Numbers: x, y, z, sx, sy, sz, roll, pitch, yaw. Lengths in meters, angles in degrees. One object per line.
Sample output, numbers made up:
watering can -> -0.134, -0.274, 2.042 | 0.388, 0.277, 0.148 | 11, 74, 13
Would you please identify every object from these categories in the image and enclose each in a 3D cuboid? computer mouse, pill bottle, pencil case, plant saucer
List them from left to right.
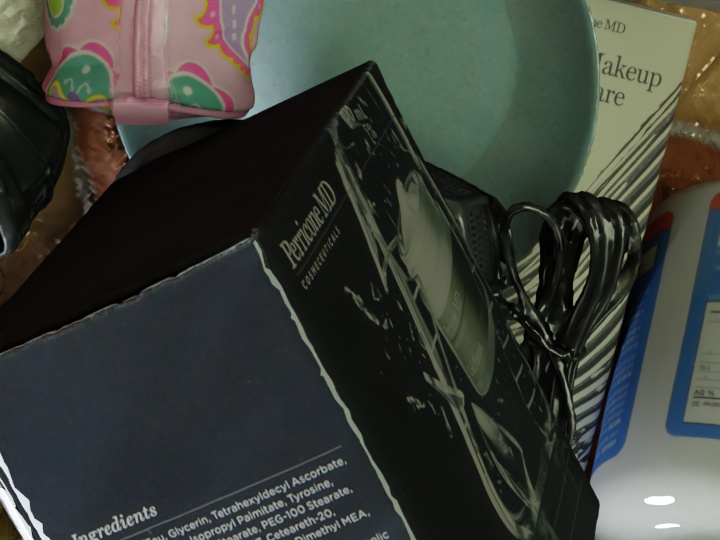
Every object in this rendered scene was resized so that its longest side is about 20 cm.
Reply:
pencil case -> -0.073, -0.155, 0.832 | 0.087, 0.087, 0.201 | 0, 104, -22
plant saucer -> -0.001, -0.082, 0.905 | 0.200, 0.039, 0.202 | 5, 110, 14
computer mouse -> 0.000, 0.000, 0.885 | 0.199, 0.053, 0.139 | 20, 114, 4
pill bottle -> 0.155, 0.072, 0.950 | 0.112, 0.112, 0.201 | 31, 58, -24

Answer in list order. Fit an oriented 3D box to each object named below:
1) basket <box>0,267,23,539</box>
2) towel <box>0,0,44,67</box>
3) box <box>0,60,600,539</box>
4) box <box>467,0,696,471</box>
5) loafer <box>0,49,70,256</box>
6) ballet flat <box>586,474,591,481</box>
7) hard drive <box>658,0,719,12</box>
basket -> -0.213, 0.079, 0.765 | 0.199, 0.143, 0.150 | -3, 108, 10
towel -> -0.124, -0.191, 0.870 | 0.132, 0.034, 0.200 | 40, 86, -23
box -> -0.019, 0.062, 0.775 | 0.123, 0.200, 0.197 | -25, 104, 18
box -> 0.071, -0.020, 0.964 | 0.082, 0.068, 0.201 | 9, 98, -24
loafer -> -0.195, -0.077, 0.839 | 0.200, 0.068, 0.071 | 34, 48, -26
ballet flat -> 0.032, 0.113, 0.987 | 0.199, 0.069, 0.070 | 13, 96, -22
hard drive -> 0.090, -0.154, 0.871 | 0.025, 0.200, 0.132 | -47, 113, -7
